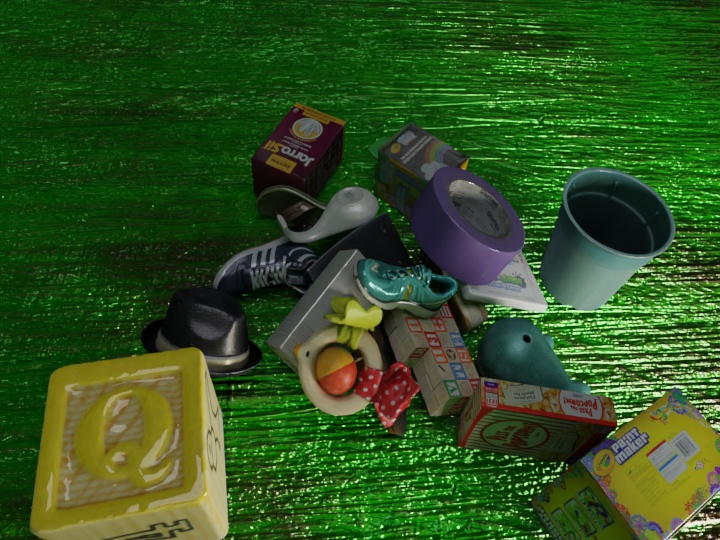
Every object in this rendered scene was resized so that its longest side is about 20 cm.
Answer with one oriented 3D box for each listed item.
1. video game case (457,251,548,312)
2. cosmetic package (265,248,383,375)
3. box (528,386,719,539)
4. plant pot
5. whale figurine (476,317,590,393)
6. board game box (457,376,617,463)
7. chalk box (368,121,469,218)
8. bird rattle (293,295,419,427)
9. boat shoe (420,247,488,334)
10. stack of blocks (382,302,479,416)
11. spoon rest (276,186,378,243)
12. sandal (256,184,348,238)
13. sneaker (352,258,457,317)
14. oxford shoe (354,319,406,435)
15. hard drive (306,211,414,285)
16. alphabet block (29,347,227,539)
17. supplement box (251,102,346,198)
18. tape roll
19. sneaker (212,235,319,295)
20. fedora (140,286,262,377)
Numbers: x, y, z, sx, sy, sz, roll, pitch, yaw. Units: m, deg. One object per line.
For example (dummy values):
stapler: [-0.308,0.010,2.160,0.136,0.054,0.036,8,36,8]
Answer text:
video game case: [0.246,-0.013,1.016,0.193,0.024,0.187,10,47,-28]
cosmetic package: [-0.046,0.076,0.875,0.108,0.084,0.201,46,70,-18]
box: [0.370,0.298,0.747,0.195,0.196,0.123,-24,59,-23]
plant pot: [0.433,-0.042,0.997,0.191,0.200,0.206,3,52,-4]
whale figurine: [0.290,0.160,0.893,0.197,0.105,0.159,33,57,17]
board game box: [0.255,0.229,0.810,0.191,0.154,0.048,8,51,1]
chalk box: [0.106,-0.209,1.130,0.198,0.126,0.124,37,59,21]
bird rattle: [-0.011,0.142,0.799,0.158,0.113,0.206,-24,96,0]
boat shoe: [0.174,0.019,1.008,0.067,0.074,0.205,-13,64,-20]
stack of blocks: [0.116,0.132,0.897,0.112,0.059,0.205,5,50,-34]
spoon rest: [-0.057,-0.101,1.001,0.194,0.062,0.100,-20,47,-17]
sandal: [-0.116,-0.107,1.055,0.194,0.081,0.058,19,48,7]
sneaker: [0.071,0.014,0.842,0.195,0.079,0.080,13,54,-37]
oxford shoe: [0.028,0.176,0.889,0.069,0.071,0.206,-24,57,13]
hard drive: [0.000,0.000,0.976,0.198,0.042,0.138,-37,104,-26]
alphabet block: [-0.282,0.246,0.706,0.188,0.203,0.200,-8,54,-12]
supplement box: [-0.127,-0.239,1.136,0.127,0.105,0.203,22,55,9]
tape roll: [0.189,-0.081,0.955,0.194,0.086,0.205,20,43,-19]
sneaker: [-0.159,0.008,0.963,0.196,0.072,0.108,-29,48,-27]
fedora: [-0.241,0.084,0.842,0.192,0.095,0.201,13,13,-3]
